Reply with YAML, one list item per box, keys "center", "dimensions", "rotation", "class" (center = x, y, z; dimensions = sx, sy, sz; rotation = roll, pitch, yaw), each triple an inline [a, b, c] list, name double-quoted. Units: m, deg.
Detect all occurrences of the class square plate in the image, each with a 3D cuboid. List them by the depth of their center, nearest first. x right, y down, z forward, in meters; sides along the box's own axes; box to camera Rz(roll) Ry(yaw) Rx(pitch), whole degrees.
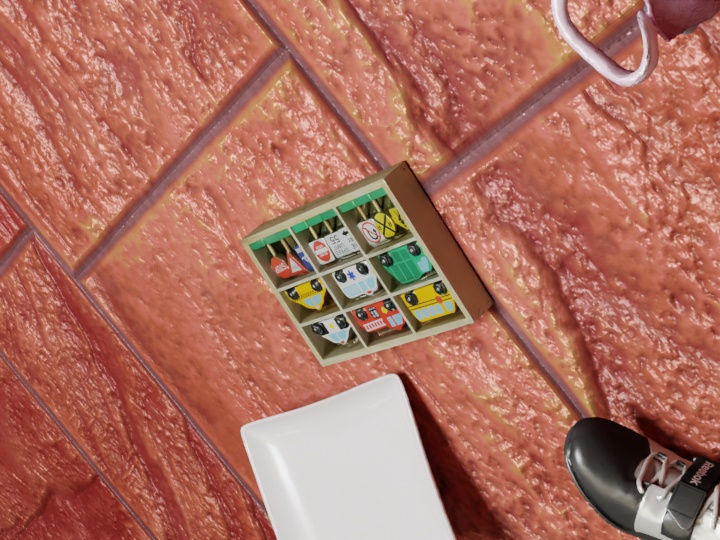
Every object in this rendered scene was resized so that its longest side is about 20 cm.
- center: [0.000, 0.201, 1.287]
  dimensions: [0.199, 0.028, 0.200]
  rotation: [-22, 86, 41]
  class: "square plate"

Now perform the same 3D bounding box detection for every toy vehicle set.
- center: [0.000, 0.000, 1.163]
  dimensions: [0.199, 0.026, 0.125]
  rotation: [-20, 106, 53]
  class: "toy vehicle set"

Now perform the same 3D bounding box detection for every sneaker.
- center: [0.231, 0.157, 1.028]
  dimensions: [0.199, 0.074, 0.089]
  rotation: [37, 144, 0]
  class: "sneaker"

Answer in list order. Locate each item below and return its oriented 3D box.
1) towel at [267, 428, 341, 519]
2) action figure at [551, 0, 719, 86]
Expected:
- center: [-0.011, 0.222, 1.386]
  dimensions: [0.143, 0.023, 0.200]
  rotation: [41, 144, 10]
  class: "towel"
- center: [0.142, -0.214, 0.722]
  dimensions: [0.134, 0.149, 0.201]
  rotation: [40, 158, 22]
  class: "action figure"
